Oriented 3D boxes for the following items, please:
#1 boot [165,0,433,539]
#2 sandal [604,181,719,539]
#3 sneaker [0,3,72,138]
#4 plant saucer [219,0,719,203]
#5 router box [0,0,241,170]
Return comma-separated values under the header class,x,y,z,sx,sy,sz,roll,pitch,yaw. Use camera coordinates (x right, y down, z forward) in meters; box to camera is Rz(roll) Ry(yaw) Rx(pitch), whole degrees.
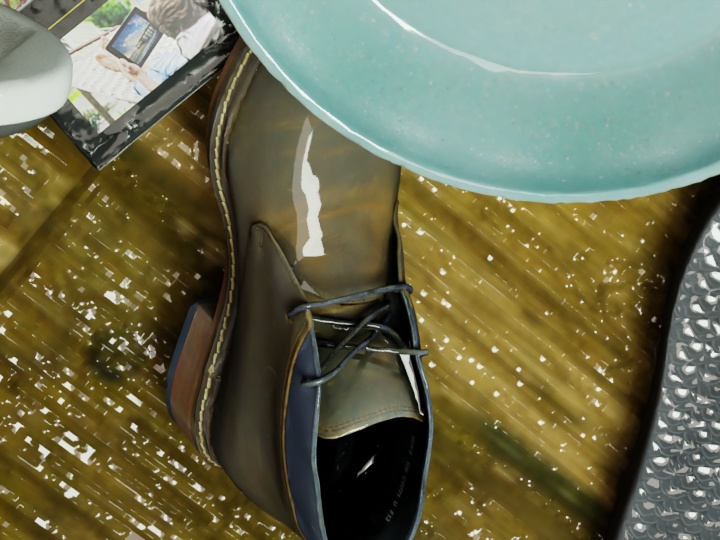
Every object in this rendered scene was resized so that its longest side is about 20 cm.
class,x,y,z,sx,sy,sz,roll,pitch,yaw
boot,0.000,0.000,0.735,0.074,0.097,0.201,-12,133,-31
sandal,0.130,0.033,0.827,0.076,0.043,0.201,20,111,-6
sneaker,-0.173,-0.022,0.673,0.198,0.071,0.100,-3,121,3
plant saucer,0.052,-0.112,0.644,0.198,0.036,0.201,4,124,6
router box,-0.049,-0.151,0.718,0.200,0.051,0.149,-38,110,6
